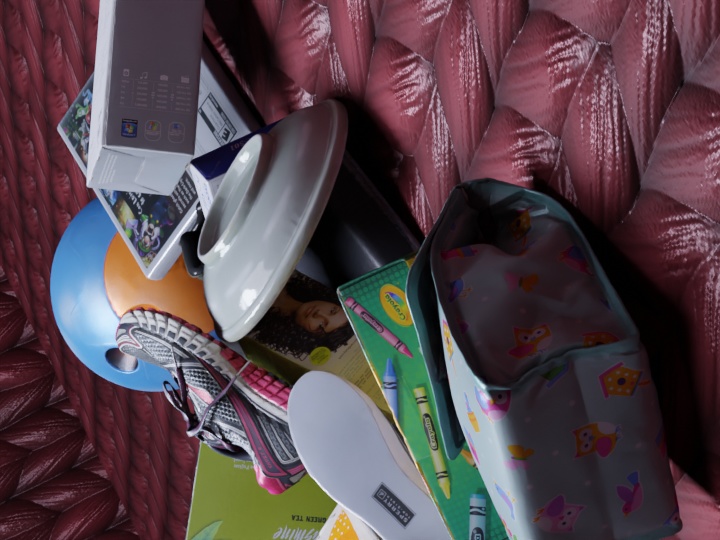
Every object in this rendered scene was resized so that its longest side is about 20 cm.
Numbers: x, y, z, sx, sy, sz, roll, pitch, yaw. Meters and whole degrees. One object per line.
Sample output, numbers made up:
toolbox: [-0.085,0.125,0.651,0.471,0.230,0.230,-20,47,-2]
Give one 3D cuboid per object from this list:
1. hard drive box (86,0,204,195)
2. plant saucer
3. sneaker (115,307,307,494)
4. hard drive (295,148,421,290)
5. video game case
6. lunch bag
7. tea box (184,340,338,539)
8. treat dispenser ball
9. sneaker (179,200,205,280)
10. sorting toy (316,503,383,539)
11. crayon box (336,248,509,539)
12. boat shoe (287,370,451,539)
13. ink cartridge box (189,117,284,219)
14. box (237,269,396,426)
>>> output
hard drive box: [-0.176,-0.177,1.819,0.156,0.076,0.201,142,131,-75]
plant saucer: [-0.077,-0.046,1.659,0.050,0.201,0.200,26,173,-15]
sneaker: [-0.113,0.092,1.661,0.200,0.075,0.081,31,174,30]
hard drive: [0.000,0.000,1.714,0.135,0.042,0.200,52,162,15]
video game case: [-0.182,-0.125,1.984,0.182,0.023,0.200,-51,56,28]
lunch bag: [0.102,0.058,1.343,0.200,0.122,0.171,-117,9,-52]
tea box: [-0.048,0.182,1.773,0.200,0.133,0.197,65,-149,-67]
treat dispenser ball: [-0.195,0.014,2.100,0.201,0.200,0.201,57,163,28]
sneaker: [-0.094,0.004,1.923,0.076,0.114,0.200,49,160,50]
sorting toy: [0.022,0.297,1.587,0.200,0.180,0.107,34,-167,-4]
crayon box: [0.066,0.083,1.509,0.201,0.058,0.119,65,-161,1]
boat shoe: [0.028,0.150,1.572,0.200,0.070,0.066,43,-167,25]
ink cartridge box: [-0.070,-0.019,1.840,0.044,0.094,0.201,45,156,52]
box: [0.002,0.071,1.649,0.200,0.075,0.050,25,152,34]
